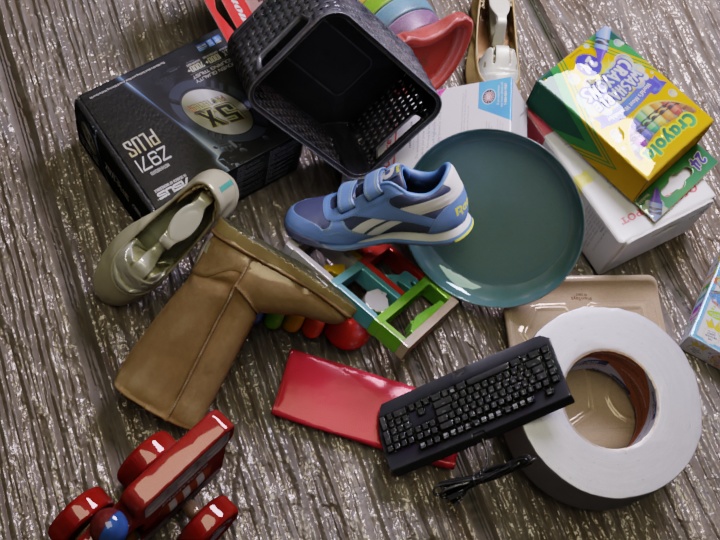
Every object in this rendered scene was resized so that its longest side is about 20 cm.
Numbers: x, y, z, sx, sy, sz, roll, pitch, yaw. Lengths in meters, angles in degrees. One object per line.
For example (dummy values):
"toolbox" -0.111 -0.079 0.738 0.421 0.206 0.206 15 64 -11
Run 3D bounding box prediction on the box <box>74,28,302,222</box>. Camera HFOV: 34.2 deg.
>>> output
"box" -0.189 -0.150 1.293 0.199 0.086 0.164 -30 73 -21

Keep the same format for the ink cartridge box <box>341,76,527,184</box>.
"ink cartridge box" 0.084 -0.137 1.317 0.198 0.068 0.116 -7 61 23

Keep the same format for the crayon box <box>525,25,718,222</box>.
"crayon box" 0.302 -0.167 1.310 0.125 0.052 0.200 -39 76 -24

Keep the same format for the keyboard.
"keyboard" 0.116 0.155 1.159 0.199 0.021 0.128 -26 66 14

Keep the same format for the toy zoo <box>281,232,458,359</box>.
"toy zoo" 0.000 0.000 1.254 0.200 0.021 0.131 40 34 11

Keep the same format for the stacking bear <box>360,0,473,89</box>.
"stacking bear" 0.024 -0.306 1.394 0.121 0.114 0.201 -24 60 -23

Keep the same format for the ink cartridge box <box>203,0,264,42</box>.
"ink cartridge box" -0.106 -0.293 1.342 0.176 0.045 0.201 5 52 -58

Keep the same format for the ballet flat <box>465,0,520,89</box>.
"ballet flat" 0.162 -0.273 1.425 0.068 0.063 0.202 1 64 -8

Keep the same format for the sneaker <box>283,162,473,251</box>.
"sneaker" 0.016 -0.072 1.213 0.198 0.083 0.074 -5 36 6

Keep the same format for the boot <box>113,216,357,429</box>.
"boot" -0.123 0.072 1.170 0.174 0.066 0.201 31 95 0

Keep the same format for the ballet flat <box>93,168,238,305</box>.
"ballet flat" -0.204 -0.027 1.184 0.200 0.069 0.070 -43 73 16

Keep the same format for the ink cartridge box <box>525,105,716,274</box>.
"ink cartridge box" 0.289 -0.116 1.359 0.144 0.084 0.201 -24 70 -20

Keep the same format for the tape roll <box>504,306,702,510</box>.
"tape roll" 0.247 0.141 1.206 0.198 0.066 0.202 3 69 -8

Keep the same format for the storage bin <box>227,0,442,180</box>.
"storage bin" -0.026 -0.204 1.228 0.135 0.199 0.094 -41 45 17

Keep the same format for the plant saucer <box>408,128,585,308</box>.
"plant saucer" 0.142 -0.057 1.243 0.199 0.201 0.027 30 30 6

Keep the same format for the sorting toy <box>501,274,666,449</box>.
"sorting toy" 0.252 0.105 1.277 0.183 0.037 0.202 -1 69 -10

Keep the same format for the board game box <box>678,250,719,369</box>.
"board game box" 0.476 0.075 1.326 0.199 0.034 0.135 29 63 5

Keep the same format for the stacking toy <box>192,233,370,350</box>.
"stacking toy" -0.080 0.030 1.232 0.198 0.086 0.086 19 62 -5

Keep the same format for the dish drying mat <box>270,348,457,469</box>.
"dish drying mat" 0.011 0.146 1.222 0.198 0.018 0.077 17 64 0

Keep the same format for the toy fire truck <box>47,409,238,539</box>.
"toy fire truck" -0.200 0.219 1.065 0.112 0.168 0.200 44 65 13
